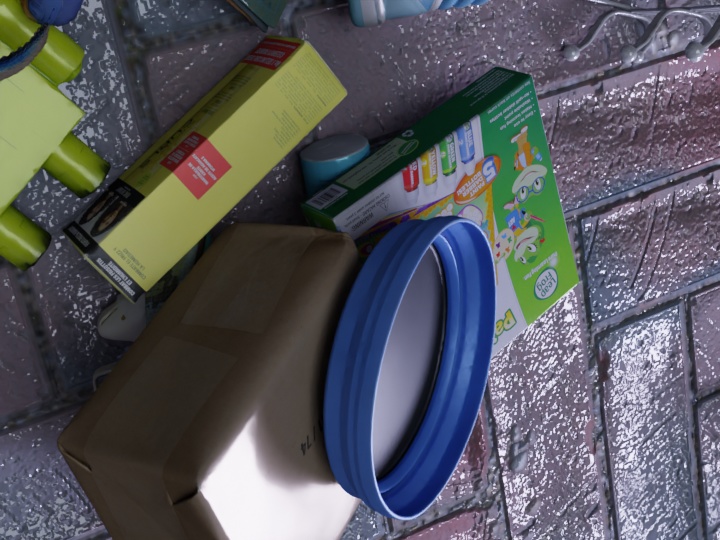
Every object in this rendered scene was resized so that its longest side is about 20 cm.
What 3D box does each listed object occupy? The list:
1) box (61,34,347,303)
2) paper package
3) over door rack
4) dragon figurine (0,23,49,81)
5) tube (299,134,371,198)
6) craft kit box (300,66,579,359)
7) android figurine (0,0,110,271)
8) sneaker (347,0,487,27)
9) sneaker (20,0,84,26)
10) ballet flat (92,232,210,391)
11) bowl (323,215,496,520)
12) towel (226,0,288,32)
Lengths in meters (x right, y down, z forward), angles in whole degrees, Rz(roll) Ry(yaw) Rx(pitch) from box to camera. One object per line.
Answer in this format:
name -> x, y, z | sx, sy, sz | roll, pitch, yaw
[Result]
box -> -0.104, -0.072, 0.724 | 0.200, 0.075, 0.050 | -44, 119, -8
paper package -> -0.068, 0.104, 0.700 | 0.200, 0.103, 0.191 | -57, 145, -37
over door rack -> 0.185, -0.195, 0.795 | 0.200, 0.148, 0.067 | 18, 90, -30
dragon figurine -> -0.272, -0.100, 0.589 | 0.200, 0.059, 0.100 | -37, 111, -1
tube -> 0.000, 0.000, 0.815 | 0.077, 0.050, 0.201 | -21, 116, -19
craft kit box -> 0.069, -0.017, 0.812 | 0.200, 0.048, 0.198 | -38, 130, -23
android figurine -> -0.256, -0.092, 0.661 | 0.182, 0.041, 0.200 | -50, 121, -6
sneaker -> 0.049, -0.252, 0.698 | 0.130, 0.080, 0.200 | -4, 142, 0
sneaker -> -0.137, -0.231, 0.653 | 0.088, 0.075, 0.201 | 24, 85, -35
ballet flat -> -0.149, 0.065, 0.751 | 0.071, 0.069, 0.201 | 6, 102, -8
bowl -> 0.036, 0.061, 0.714 | 0.201, 0.039, 0.201 | -36, 132, -54
towel -> -0.080, -0.255, 0.658 | 0.200, 0.022, 0.147 | 32, 83, -58
